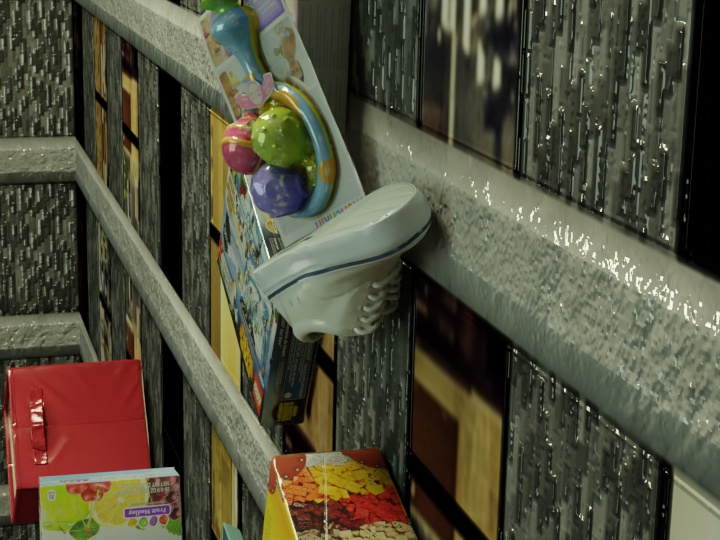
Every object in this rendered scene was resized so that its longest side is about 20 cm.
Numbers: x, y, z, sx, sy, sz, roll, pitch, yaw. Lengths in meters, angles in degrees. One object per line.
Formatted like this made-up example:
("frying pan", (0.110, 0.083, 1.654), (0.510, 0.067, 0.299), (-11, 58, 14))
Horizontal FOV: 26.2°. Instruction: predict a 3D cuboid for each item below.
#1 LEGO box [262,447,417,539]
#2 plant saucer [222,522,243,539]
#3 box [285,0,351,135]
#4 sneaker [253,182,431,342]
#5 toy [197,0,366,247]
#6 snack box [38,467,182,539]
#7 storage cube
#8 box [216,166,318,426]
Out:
("LEGO box", (-0.016, 0.241, 1.010), (0.149, 0.076, 0.202), (-116, 28, -53))
("plant saucer", (-0.101, 0.314, 1.432), (0.200, 0.019, 0.071), (-123, 33, -61))
("box", (-0.029, -0.192, 1.047), (0.039, 0.041, 0.202), (-130, 39, -65))
("sneaker", (0.000, 0.000, 0.958), (0.071, 0.073, 0.200), (55, 157, -5))
("toy", (-0.065, -0.093, 1.041), (0.115, 0.047, 0.202), (-25, 83, 57))
("snack box", (-0.295, 0.344, 1.845), (0.068, 0.167, 0.202), (-165, 72, -76))
("storage cube", (-0.387, 0.232, 2.101), (0.200, 0.178, 0.173), (120, 144, -63))
("box", (-0.075, 0.005, 1.244), (0.201, 0.039, 0.138), (-110, 24, -45))
